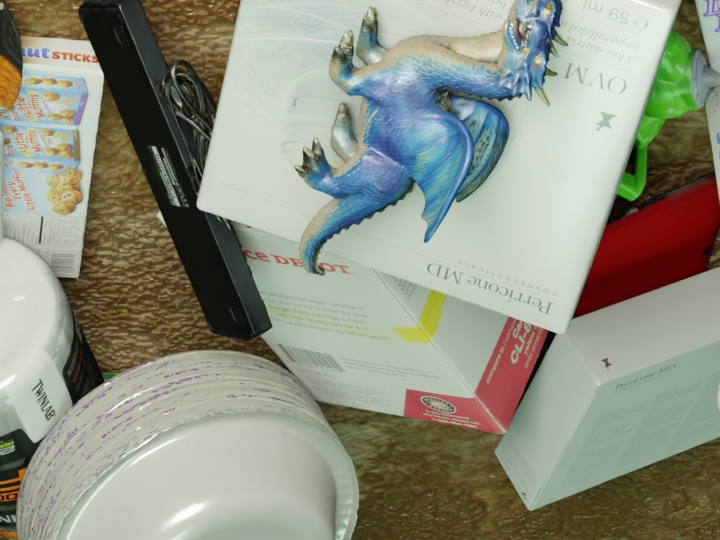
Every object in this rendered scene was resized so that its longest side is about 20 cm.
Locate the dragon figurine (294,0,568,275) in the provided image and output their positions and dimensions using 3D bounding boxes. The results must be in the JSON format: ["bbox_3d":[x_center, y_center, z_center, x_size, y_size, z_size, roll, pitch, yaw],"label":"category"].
[{"bbox_3d":[0.029,-0.054,1.203,0.099,0.059,0.201,25,121,10],"label":"dragon figurine"}]

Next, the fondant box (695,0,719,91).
[{"bbox_3d":[0.254,-0.136,1.400,0.143,0.059,0.200,-10,144,11],"label":"fondant box"}]

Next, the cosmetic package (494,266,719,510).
[{"bbox_3d":[0.194,0.062,1.619,0.199,0.052,0.151,-18,155,-26],"label":"cosmetic package"}]

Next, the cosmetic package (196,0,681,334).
[{"bbox_3d":[0.043,-0.105,1.285,0.198,0.123,0.201,19,130,5],"label":"cosmetic package"}]

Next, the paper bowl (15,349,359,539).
[{"bbox_3d":[-0.095,0.155,1.551,0.199,0.104,0.202,-16,131,-19],"label":"paper bowl"}]

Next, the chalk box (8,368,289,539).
[{"bbox_3d":[-0.133,0.147,1.728,0.198,0.125,0.124,-2,146,-3],"label":"chalk box"}]

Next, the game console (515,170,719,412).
[{"bbox_3d":[0.114,-0.002,1.620,0.172,0.119,0.201,27,147,13],"label":"game console"}]

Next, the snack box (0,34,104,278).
[{"bbox_3d":[-0.189,-0.062,1.508,0.071,0.024,0.200,5,145,-8],"label":"snack box"}]

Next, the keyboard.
[{"bbox_3d":[-0.084,-0.057,1.402,0.039,0.104,0.201,-28,107,-20],"label":"keyboard"}]

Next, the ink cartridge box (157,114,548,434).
[{"bbox_3d":[0.000,0.000,1.504,0.144,0.084,0.200,10,152,36],"label":"ink cartridge box"}]

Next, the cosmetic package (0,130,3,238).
[{"bbox_3d":[-0.287,-0.008,1.432,0.071,0.200,0.102,38,150,17],"label":"cosmetic package"}]

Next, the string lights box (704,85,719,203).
[{"bbox_3d":[0.267,-0.090,1.325,0.059,0.103,0.200,22,138,-32],"label":"string lights box"}]

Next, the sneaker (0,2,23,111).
[{"bbox_3d":[-0.269,-0.136,1.368,0.199,0.076,0.092,32,141,-29],"label":"sneaker"}]

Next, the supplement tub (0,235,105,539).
[{"bbox_3d":[-0.216,0.077,1.585,0.122,0.123,0.200,-6,148,6],"label":"supplement tub"}]

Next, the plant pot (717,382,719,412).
[{"bbox_3d":[0.338,0.044,1.487,0.176,0.201,0.200,3,149,33],"label":"plant pot"}]

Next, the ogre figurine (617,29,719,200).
[{"bbox_3d":[0.106,-0.097,1.414,0.119,0.098,0.200,28,126,-18],"label":"ogre figurine"}]
